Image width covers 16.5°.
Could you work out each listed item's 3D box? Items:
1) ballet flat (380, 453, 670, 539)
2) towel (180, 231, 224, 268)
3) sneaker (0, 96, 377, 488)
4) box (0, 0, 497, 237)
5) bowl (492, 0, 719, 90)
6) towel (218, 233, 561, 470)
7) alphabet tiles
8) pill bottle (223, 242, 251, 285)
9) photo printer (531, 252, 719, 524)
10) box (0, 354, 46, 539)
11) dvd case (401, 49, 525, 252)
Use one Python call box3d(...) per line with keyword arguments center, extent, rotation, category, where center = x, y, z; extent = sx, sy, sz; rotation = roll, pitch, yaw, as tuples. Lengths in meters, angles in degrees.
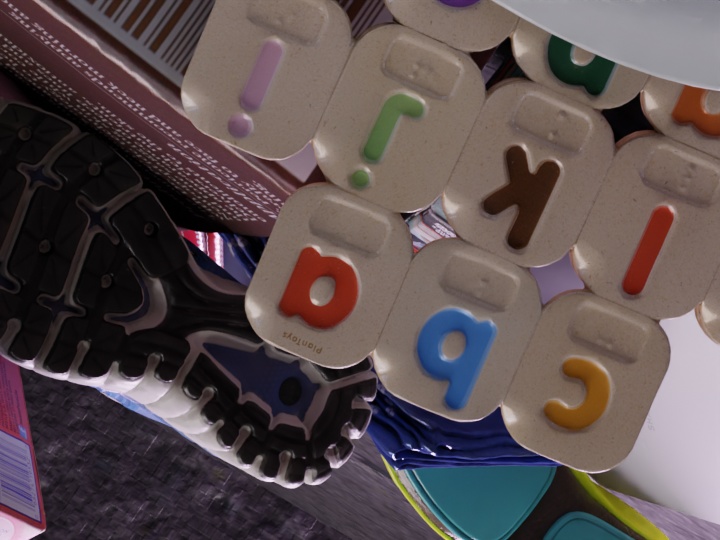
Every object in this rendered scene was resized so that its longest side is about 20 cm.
box3d(center=(0.070, 0.101, 1.077), extent=(0.200, 0.067, 0.067), rotation=(41, 177, -20), category="ballet flat")
box3d(center=(-0.129, -0.055, 1.082), extent=(0.200, 0.022, 0.145), rotation=(43, 155, 25), category="towel")
box3d(center=(-0.091, 0.009, 0.852), extent=(0.200, 0.079, 0.089), rotation=(38, 166, -29), category="sneaker")
box3d(center=(-0.051, -0.121, 0.808), extent=(0.166, 0.164, 0.200), rotation=(37, 169, -20), category="box")
box3d(center=(0.056, -0.139, 0.597), extent=(0.201, 0.090, 0.201), rotation=(32, 166, 9), category="bowl")
box3d(center=(0.000, 0.000, 0.986), extent=(0.200, 0.024, 0.145), rotation=(53, -158, 23), category="towel")
box3d(center=(0.057, -0.050, 0.700), extent=(0.200, 0.196, 0.015), rotation=(22, -172, -4), category="alphabet tiles")
box3d(center=(-0.061, -0.013, 1.167), extent=(0.200, 0.114, 0.114), rotation=(26, 166, 39), category="pill bottle")
box3d(center=(0.115, 0.025, 1.053), extent=(0.200, 0.069, 0.167), rotation=(16, 140, 36), category="photo printer")
box3d(center=(-0.187, 0.008, 0.845), extent=(0.103, 0.095, 0.200), rotation=(36, -148, -52), category="box")
box3d(center=(0.054, -0.057, 0.837), extent=(0.022, 0.146, 0.200), rotation=(38, 169, -1), category="dvd case")
